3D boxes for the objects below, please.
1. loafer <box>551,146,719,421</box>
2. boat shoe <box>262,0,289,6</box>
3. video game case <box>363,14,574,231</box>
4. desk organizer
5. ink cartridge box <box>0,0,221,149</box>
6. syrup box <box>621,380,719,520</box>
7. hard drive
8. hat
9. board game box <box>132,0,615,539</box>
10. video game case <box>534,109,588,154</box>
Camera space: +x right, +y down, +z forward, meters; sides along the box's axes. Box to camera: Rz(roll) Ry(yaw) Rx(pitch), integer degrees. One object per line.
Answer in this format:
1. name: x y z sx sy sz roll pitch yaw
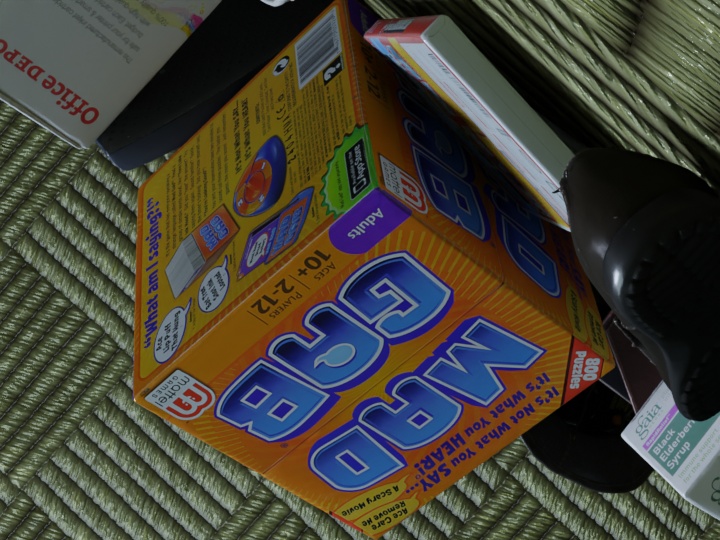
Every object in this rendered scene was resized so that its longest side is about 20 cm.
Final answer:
1. loafer: 0.134 0.000 0.624 0.071 0.073 0.200 56 -175 32
2. boat shoe: -0.054 -0.171 0.750 0.071 0.070 0.200 43 -177 4
3. video game case: 0.068 -0.076 0.791 0.143 0.017 0.200 46 180 -12
4. desk organizer: 0.195 0.055 1.044 0.072 0.077 0.200 37 -172 7
5. ink cartridge box: -0.159 -0.190 0.903 0.085 0.200 0.145 44 -177 34
6. syrup box: 0.263 0.126 0.924 0.200 0.079 0.081 31 -171 -30
7. hard drive: -0.110 -0.153 1.009 0.135 0.200 0.042 45 164 34
8. hat: 0.167 0.077 1.196 0.201 0.201 0.081 41 158 -23
9. board game box: 0.000 0.000 0.933 0.200 0.200 0.200 35 -151 -31
10. video game case: 0.166 -0.012 0.859 0.200 0.024 0.182 41 -177 -39
